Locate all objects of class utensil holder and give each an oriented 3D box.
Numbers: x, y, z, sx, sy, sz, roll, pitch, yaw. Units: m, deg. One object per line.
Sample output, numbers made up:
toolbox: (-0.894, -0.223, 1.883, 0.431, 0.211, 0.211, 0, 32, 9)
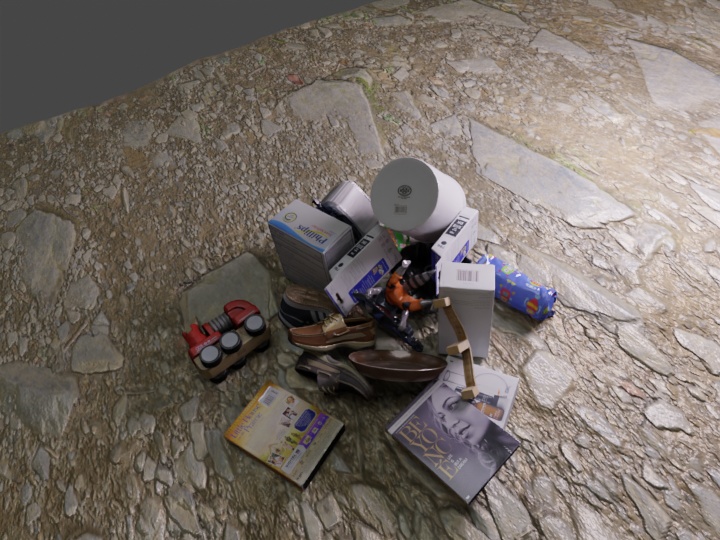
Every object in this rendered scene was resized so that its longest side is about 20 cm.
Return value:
utensil holder: (0.132, -0.157, 1.224, 0.169, 0.200, 0.171, -2, 86, 25)

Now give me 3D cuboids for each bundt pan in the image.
bundt pan: (0.166, 0.023, 1.281, 0.201, 0.076, 0.203, -4, 47, 4)

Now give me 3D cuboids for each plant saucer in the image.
plant saucer: (0.075, 0.192, 1.095, 0.199, 0.200, 0.032, 2, 91, 11)

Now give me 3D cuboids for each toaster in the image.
toaster: (-0.035, -0.132, 1.356, 0.113, 0.200, 0.129, -27, 23, 43)

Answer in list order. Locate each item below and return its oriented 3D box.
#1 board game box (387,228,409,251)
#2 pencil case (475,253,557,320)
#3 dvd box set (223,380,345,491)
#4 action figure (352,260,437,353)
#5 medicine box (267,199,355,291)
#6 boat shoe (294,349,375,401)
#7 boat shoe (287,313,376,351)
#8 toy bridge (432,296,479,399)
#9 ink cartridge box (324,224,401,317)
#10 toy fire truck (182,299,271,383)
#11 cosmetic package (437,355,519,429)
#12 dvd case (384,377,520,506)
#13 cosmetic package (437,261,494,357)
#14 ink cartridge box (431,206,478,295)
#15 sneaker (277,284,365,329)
board game box: (0.030, -0.077, 1.430, 0.199, 0.030, 0.096, -2, 47, 10)
pencil case: (0.352, 0.036, 1.239, 0.087, 0.078, 0.200, -34, 50, -31)
dvd box set: (-0.150, 0.321, 1.077, 0.199, 0.029, 0.146, 21, 54, 25)
action figure: (0.095, 0.076, 1.176, 0.200, 0.193, 0.105, 45, 53, -10)
medicine box: (-0.104, -0.039, 1.293, 0.182, 0.201, 0.103, 28, 58, 30)
boat shoe: (-0.057, 0.229, 1.133, 0.199, 0.075, 0.073, 22, 63, 37)
boat shoe: (-0.057, 0.127, 1.168, 0.199, 0.074, 0.076, 3, 15, -27)
toy bridge: (0.191, 0.148, 1.051, 0.027, 0.201, 0.067, -19, -4, 29)
ink cartridge box: (0.000, 0.000, 1.217, 0.200, 0.100, 0.039, -45, 39, -18)
toy fire truck: (-0.323, 0.134, 1.236, 0.176, 0.129, 0.200, -36, 62, -24)
cosmetic package: (0.206, 0.277, 1.055, 0.150, 0.052, 0.200, 14, 51, 23)
dvd case: (0.164, 0.302, 0.991, 0.149, 0.016, 0.200, -38, 52, -23)
cosmetic package: (0.217, 0.085, 1.128, 0.112, 0.201, 0.081, 5, 42, 10)
ink cartridge box: (0.203, -0.046, 1.220, 0.039, 0.100, 0.200, 22, 52, 27)
sneaker: (-0.094, 0.105, 1.258, 0.199, 0.109, 0.070, 20, 42, -15)
